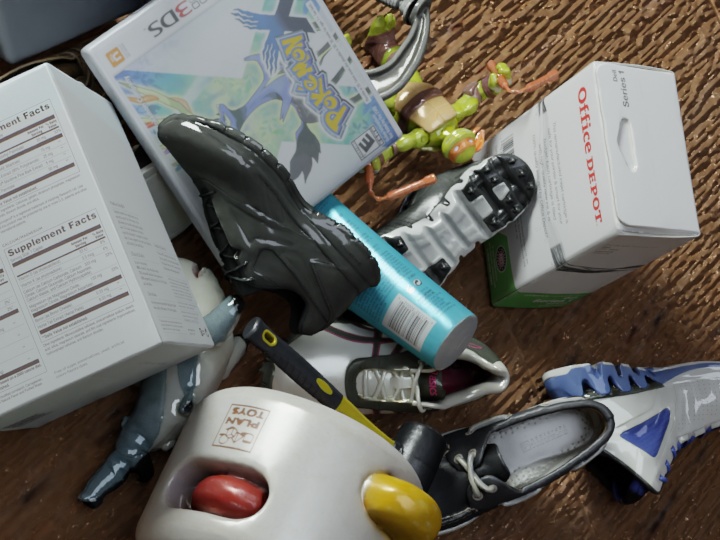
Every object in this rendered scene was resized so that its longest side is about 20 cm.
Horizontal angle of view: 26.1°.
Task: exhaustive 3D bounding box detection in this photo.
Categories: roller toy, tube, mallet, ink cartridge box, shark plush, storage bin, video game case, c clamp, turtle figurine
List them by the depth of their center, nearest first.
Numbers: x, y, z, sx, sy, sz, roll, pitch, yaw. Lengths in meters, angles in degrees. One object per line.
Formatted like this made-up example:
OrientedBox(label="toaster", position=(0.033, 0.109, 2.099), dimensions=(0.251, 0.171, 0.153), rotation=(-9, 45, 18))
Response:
OrientedBox(label="roller toy", position=(-0.053, 0.171, 1.096), dimensions=(0.182, 0.200, 0.140), rotation=(28, 63, -8))
OrientedBox(label="mallet", position=(-0.009, 0.095, 1.149), dimensions=(0.200, 0.041, 0.066), rotation=(50, 55, -22))
OrientedBox(label="storage bin", position=(-0.252, -0.258, 1.153), dimensions=(0.134, 0.146, 0.200), rotation=(-34, 65, -21))
OrientedBox(label="shark plush", position=(-0.153, 0.088, 1.168), dimensions=(0.083, 0.091, 0.200), rotation=(23, 79, 9))
OrientedBox(label="video game case", position=(-0.085, -0.133, 1.182), dimensions=(0.182, 0.022, 0.200), rotation=(-39, 111, -18))
OrientedBox(label="tube", position=(0.000, 0.000, 1.208), dimensions=(0.200, 0.050, 0.077), rotation=(38, 84, 23))
OrientedBox(label="ink cartridge box", position=(0.181, -0.065, 1.278), dimensions=(0.084, 0.200, 0.146), rotation=(2, 72, -26))
OrientedBox(label="c clamp", position=(-0.021, -0.228, 1.298), dimensions=(0.200, 0.027, 0.171), rotation=(35, 69, 19))
OrientedBox(label="turtle figurine", position=(0.054, -0.144, 1.304), dimensions=(0.200, 0.064, 0.161), rotation=(-36, 67, -16))

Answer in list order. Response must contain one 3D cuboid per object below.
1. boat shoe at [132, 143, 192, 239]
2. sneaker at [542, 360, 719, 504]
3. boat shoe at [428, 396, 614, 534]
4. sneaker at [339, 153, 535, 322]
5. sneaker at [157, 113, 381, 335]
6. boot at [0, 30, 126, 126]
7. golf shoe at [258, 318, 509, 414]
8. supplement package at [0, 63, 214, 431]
OrientedBox(label="boat shoe", position=(-0.143, -0.088, 1.213), dimensions=(0.200, 0.074, 0.060), rotation=(-44, 53, -14))
OrientedBox(label="sneaker", position=(0.251, 0.140, 1.322), dimensions=(0.199, 0.081, 0.115), rotation=(0, 77, -18))
OrientedBox(label="boat shoe", position=(0.107, 0.153, 1.220), dimensions=(0.200, 0.060, 0.074), rotation=(-18, 83, -11))
OrientedBox(label="sneaker", position=(0.051, -0.027, 1.284), dimensions=(0.200, 0.090, 0.067), rotation=(-38, 105, -5))
OrientedBox(label="sneaker", position=(-0.078, -0.033, 1.132), dimensions=(0.200, 0.076, 0.091), rotation=(43, 79, -10))
OrientedBox(label="boot", position=(-0.216, -0.142, 1.189), dimensions=(0.200, 0.075, 0.074), rotation=(-33, 87, -31))
OrientedBox(label="golf shoe", position=(0.020, 0.078, 1.212), dimensions=(0.200, 0.088, 0.077), rotation=(-7, 101, -25))
OrientedBox(label="supplement package", position=(-0.220, -0.010, 1.068), dimensions=(0.150, 0.152, 0.200), rotation=(-24, 83, 5))
